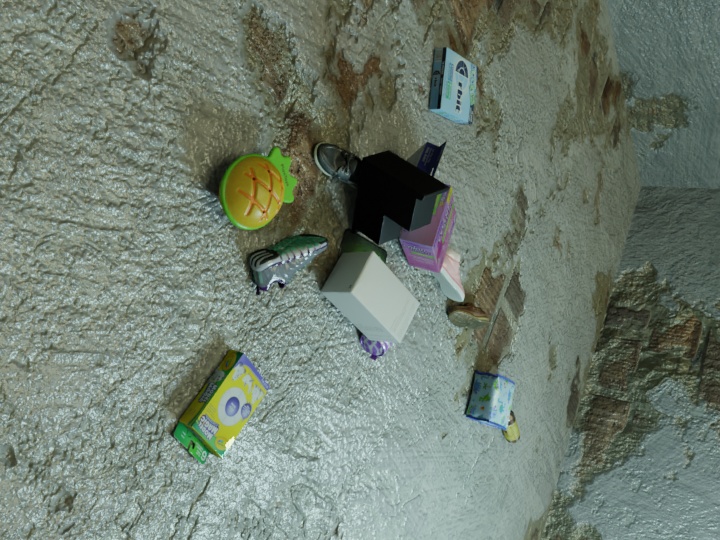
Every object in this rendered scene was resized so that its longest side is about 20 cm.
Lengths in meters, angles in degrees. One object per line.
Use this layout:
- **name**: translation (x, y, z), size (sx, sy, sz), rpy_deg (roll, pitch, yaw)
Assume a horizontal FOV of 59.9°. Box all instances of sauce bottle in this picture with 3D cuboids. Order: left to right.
- **sauce bottle**: translation (0.566, 0.576, 2.397), size (0.065, 0.064, 0.203), rpy_deg (-49, 131, -36)

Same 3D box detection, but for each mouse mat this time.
- **mouse mat**: translation (0.000, 0.000, 1.583), size (0.199, 0.007, 0.165), rpy_deg (27, 74, -53)

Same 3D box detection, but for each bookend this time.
- **bookend**: translation (0.086, -0.140, 1.451), size (0.091, 0.199, 0.202), rpy_deg (-22, 135, -38)

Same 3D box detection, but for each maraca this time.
- **maraca**: translation (-0.194, -0.161, 1.211), size (0.199, 0.105, 0.140), rpy_deg (-39, 125, -43)

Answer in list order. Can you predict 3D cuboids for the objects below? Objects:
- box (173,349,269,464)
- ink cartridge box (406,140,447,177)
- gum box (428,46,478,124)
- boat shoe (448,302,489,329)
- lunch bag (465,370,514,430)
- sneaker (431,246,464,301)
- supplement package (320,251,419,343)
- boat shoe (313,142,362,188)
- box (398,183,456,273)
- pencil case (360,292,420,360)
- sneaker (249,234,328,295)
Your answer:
- **box**: translation (-0.272, 0.272, 1.232), size (0.201, 0.048, 0.118), rpy_deg (-56, 135, -29)
- **ink cartridge box**: translation (0.131, -0.221, 1.582), size (0.043, 0.200, 0.200), rpy_deg (26, 70, -11)
- **gum box**: translation (0.275, -0.535, 1.831), size (0.198, 0.044, 0.174), rpy_deg (2, 94, -53)
- **boat shoe**: translation (0.345, 0.141, 2.033), size (0.198, 0.072, 0.069), rpy_deg (17, 49, -45)
- **lunch bag**: translation (0.473, 0.460, 2.200), size (0.198, 0.126, 0.174), rpy_deg (26, 75, -42)
- **sneaker**: translation (0.281, 0.005, 1.904), size (0.106, 0.074, 0.201), rpy_deg (-58, 133, -21)
- **supplement package**: translation (0.026, 0.064, 1.497), size (0.200, 0.120, 0.121), rpy_deg (46, 62, -30)
- **boat shoe**: translation (-0.029, -0.242, 1.454), size (0.198, 0.065, 0.076), rpy_deg (32, 70, -51)
- **box**: translation (0.186, -0.117, 1.691), size (0.200, 0.095, 0.179), rpy_deg (57, 50, -66)
- **pencil case**: translation (0.076, 0.136, 1.654), size (0.200, 0.083, 0.087), rpy_deg (-48, 154, -35)
- **sneaker**: translation (-0.151, -0.016, 1.337), size (0.198, 0.074, 0.089), rpy_deg (-21, 123, -38)
